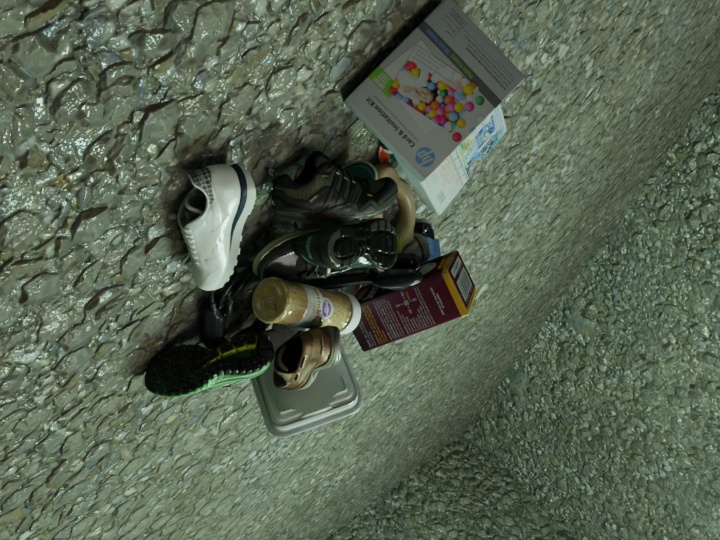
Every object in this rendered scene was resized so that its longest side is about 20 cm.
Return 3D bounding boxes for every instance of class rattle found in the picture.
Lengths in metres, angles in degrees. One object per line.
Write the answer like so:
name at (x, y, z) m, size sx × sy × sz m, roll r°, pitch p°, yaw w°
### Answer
rattle at (0.016, -0.130, 1.329) m, size 0.130 × 0.143 × 0.201 m, roll -26°, pitch 116°, yaw -31°

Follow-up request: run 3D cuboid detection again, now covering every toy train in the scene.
toy train at (0.111, -0.006, 1.504) m, size 0.086 × 0.201 × 0.114 m, roll 2°, pitch 159°, yaw -15°

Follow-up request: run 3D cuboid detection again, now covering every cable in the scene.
cable at (-0.182, 0.056, 1.266) m, size 0.163 × 0.051 × 0.200 m, roll -39°, pitch 155°, yaw -31°

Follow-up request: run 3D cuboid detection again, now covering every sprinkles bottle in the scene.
sprinkles bottle at (-0.078, 0.056, 1.214) m, size 0.068 × 0.068 × 0.200 m, roll -52°, pitch 150°, yaw 14°

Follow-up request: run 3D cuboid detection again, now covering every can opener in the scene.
can opener at (0.000, 0.000, 1.281) m, size 0.079 × 0.199 × 0.064 m, roll 39°, pitch 51°, yaw -82°

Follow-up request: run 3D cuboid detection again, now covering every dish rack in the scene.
dish rack at (-0.100, 0.166, 1.350) m, size 0.171 × 0.200 × 0.044 m, roll -17°, pitch 148°, yaw -12°

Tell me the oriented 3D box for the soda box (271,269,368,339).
soda box at (-0.065, 0.042, 1.372) m, size 0.200 × 0.063 × 0.068 m, roll -45°, pitch 164°, yaw -43°

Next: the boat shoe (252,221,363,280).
boat shoe at (-0.062, -0.021, 1.196) m, size 0.200 × 0.065 × 0.072 m, roll -15°, pitch 139°, yaw -30°

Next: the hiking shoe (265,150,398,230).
hiking shoe at (-0.034, -0.119, 1.120) m, size 0.200 × 0.076 × 0.101 m, roll -16°, pitch 108°, yaw -29°

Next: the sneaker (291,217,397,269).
sneaker at (-0.016, -0.039, 1.147) m, size 0.200 × 0.079 × 0.076 m, roll 1°, pitch 89°, yaw -56°

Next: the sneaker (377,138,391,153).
sneaker at (0.112, -0.237, 1.255) m, size 0.200 × 0.071 × 0.113 m, roll -46°, pitch 156°, yaw -9°

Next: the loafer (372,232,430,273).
loafer at (0.050, -0.028, 1.444) m, size 0.063 × 0.072 × 0.200 m, roll -22°, pitch -176°, yaw -25°

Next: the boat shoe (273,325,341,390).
boat shoe at (-0.099, 0.133, 1.229) m, size 0.072 × 0.076 × 0.200 m, roll 2°, pitch 152°, yaw -28°

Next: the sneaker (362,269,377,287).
sneaker at (0.001, 0.049, 1.548) m, size 0.200 × 0.081 × 0.084 m, roll -30°, pitch 159°, yaw -37°

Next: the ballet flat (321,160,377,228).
ballet flat at (-0.033, -0.100, 1.252) m, size 0.069 × 0.069 × 0.200 m, roll -17°, pitch 148°, yaw -52°

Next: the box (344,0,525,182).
box at (0.101, -0.248, 1.101) m, size 0.200 × 0.156 × 0.041 m, roll -45°, pitch -176°, yaw -2°

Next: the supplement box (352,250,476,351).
supplement box at (0.085, 0.052, 1.363) m, size 0.200 × 0.086 × 0.110 m, roll -22°, pitch -168°, yaw 22°

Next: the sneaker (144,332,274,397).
sneaker at (-0.229, 0.156, 1.227) m, size 0.199 × 0.078 × 0.085 m, roll -10°, pitch 155°, yaw -9°

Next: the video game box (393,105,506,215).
video game box at (0.142, -0.198, 1.221) m, size 0.182 × 0.047 × 0.200 m, roll -49°, pitch 156°, yaw -2°

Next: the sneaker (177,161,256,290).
sneaker at (-0.197, -0.053, 1.019) m, size 0.080 × 0.076 × 0.200 m, roll -14°, pitch 138°, yaw -36°
